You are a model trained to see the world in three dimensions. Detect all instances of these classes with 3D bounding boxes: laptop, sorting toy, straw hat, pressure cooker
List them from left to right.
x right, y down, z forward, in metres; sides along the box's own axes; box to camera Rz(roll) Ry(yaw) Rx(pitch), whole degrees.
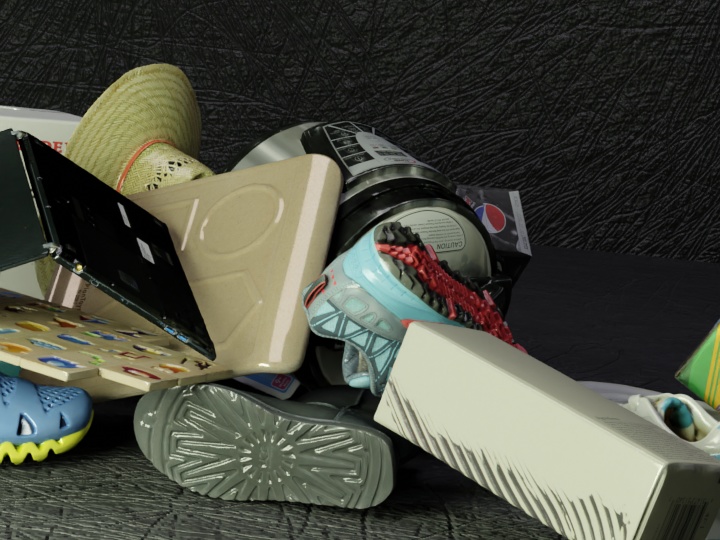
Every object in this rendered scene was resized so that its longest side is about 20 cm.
[{"bbox_3d":[-0.208,-0.003,1.366,0.200,0.103,0.177,35,14,-30],"label":"laptop"},{"bbox_3d":[-0.144,-0.042,1.609,0.085,0.202,0.201,25,13,25],"label":"straw hat"},{"bbox_3d":[-0.115,0.011,1.462,0.199,0.186,0.037,-8,-44,22],"label":"sorting toy"},{"bbox_3d":[0.000,0.003,1.551,0.200,0.176,0.179,37,-14,48],"label":"pressure cooker"}]

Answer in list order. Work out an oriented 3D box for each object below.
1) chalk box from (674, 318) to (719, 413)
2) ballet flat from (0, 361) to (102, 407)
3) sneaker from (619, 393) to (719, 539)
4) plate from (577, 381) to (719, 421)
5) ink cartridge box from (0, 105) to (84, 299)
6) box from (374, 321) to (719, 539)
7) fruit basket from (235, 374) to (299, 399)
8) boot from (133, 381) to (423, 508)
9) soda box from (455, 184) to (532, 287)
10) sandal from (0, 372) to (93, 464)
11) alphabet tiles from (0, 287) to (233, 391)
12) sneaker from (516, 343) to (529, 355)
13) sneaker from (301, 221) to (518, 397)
[{"bbox_3d":[0.349,0.035,1.635,0.124,0.200,0.125,41,14,11],"label":"chalk box"},{"bbox_3d":[-0.184,0.068,1.511,0.199,0.068,0.067,-20,-19,-28],"label":"ballet flat"},{"bbox_3d":[0.176,0.115,1.397,0.076,0.081,0.199,-1,8,-45],"label":"sneaker"},{"bbox_3d":[0.199,0.114,1.696,0.199,0.033,0.199,10,7,42],"label":"plate"},{"bbox_3d":[-0.274,-0.022,1.658,0.146,0.201,0.083,1,8,-43],"label":"ink cartridge box"},{"bbox_3d":[0.109,0.100,1.278,0.200,0.069,0.082,29,12,40],"label":"box"},{"bbox_3d":[-0.092,0.005,1.785,0.199,0.094,0.185,25,52,21],"label":"fruit basket"},{"bbox_3d":[-0.044,0.097,1.394,0.164,0.066,0.200,16,9,5],"label":"boot"},{"bbox_3d":[0.070,0.017,1.778,0.063,0.071,0.200,4,-35,-19],"label":"soda box"},{"bbox_3d":[-0.257,0.070,1.335,0.199,0.088,0.079,6,3,-23],"label":"sandal"},{"bbox_3d":[-0.185,0.041,1.327,0.199,0.008,0.167,16,9,24],"label":"alphabet tiles"},{"bbox_3d":[0.069,0.058,1.714,0.074,0.087,0.200,-23,-12,32],"label":"sneaker"},{"bbox_3d":[0.034,0.044,1.411,0.095,0.080,0.200,-30,-47,19],"label":"sneaker"}]
